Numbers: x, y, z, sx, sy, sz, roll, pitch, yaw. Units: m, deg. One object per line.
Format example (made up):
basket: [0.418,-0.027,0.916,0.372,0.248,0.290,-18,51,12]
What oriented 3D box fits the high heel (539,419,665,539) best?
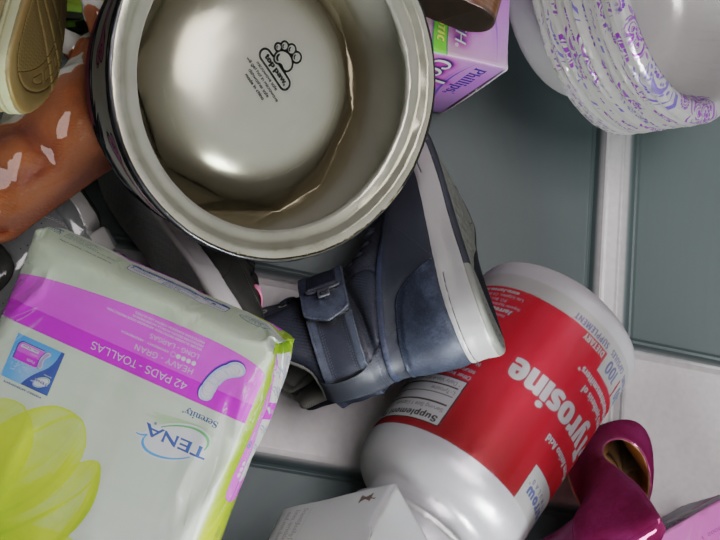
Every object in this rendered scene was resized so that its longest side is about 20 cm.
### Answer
high heel: [0.166,0.129,1.310,0.067,0.096,0.200,58,31,-2]

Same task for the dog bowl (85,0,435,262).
dog bowl: [-0.062,-0.105,1.187,0.200,0.074,0.200,-1,93,-30]

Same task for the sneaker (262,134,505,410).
sneaker: [-0.001,-0.001,1.317,0.202,0.146,0.077,-99,163,-51]

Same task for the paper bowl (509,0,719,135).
paper bowl: [0.166,-0.188,1.400,0.201,0.104,0.201,12,76,-53]

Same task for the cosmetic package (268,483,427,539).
cosmetic package: [0.016,0.233,1.209,0.200,0.081,0.113,61,31,-20]

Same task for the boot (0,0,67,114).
boot: [-0.236,-0.153,1.152,0.154,0.072,0.200,-2,45,0]

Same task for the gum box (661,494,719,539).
gum box: [0.179,0.228,1.345,0.200,0.066,0.114,-25,87,-28]

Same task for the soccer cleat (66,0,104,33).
soccer cleat: [-0.205,-0.187,1.276,0.200,0.065,0.084,4,84,-22]

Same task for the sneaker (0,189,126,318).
sneaker: [-0.171,0.042,1.238,0.115,0.075,0.200,-34,82,-23]

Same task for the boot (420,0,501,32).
boot: [0.028,-0.264,1.299,0.186,0.064,0.200,26,68,-24]

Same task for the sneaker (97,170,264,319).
sneaker: [-0.070,-0.016,1.259,0.099,0.071,0.200,-18,57,-24]

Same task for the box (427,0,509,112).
box: [-0.013,-0.211,1.355,0.200,0.097,0.176,9,73,-21]

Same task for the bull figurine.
bull figurine: [-0.159,-0.098,1.217,0.200,0.065,0.121,-37,87,-30]

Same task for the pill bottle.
pill bottle: [0.072,0.101,1.304,0.112,0.112,0.200,41,64,-10]

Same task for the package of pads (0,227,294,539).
package of pads: [-0.137,0.097,1.165,0.154,0.068,0.200,24,93,7]
